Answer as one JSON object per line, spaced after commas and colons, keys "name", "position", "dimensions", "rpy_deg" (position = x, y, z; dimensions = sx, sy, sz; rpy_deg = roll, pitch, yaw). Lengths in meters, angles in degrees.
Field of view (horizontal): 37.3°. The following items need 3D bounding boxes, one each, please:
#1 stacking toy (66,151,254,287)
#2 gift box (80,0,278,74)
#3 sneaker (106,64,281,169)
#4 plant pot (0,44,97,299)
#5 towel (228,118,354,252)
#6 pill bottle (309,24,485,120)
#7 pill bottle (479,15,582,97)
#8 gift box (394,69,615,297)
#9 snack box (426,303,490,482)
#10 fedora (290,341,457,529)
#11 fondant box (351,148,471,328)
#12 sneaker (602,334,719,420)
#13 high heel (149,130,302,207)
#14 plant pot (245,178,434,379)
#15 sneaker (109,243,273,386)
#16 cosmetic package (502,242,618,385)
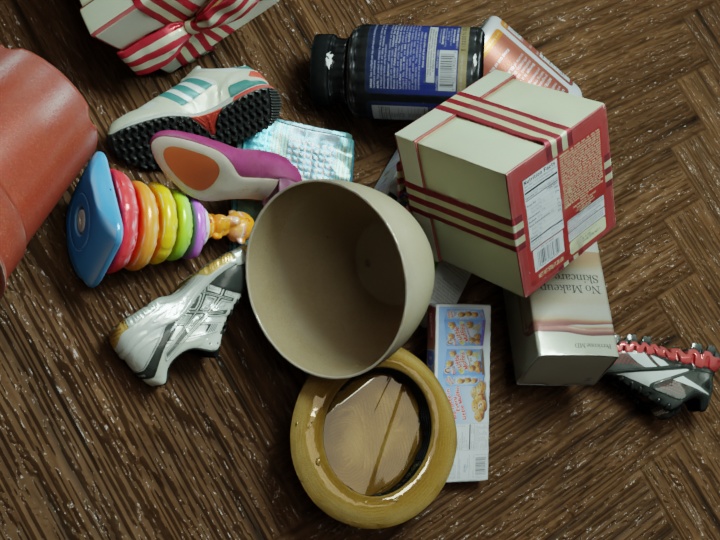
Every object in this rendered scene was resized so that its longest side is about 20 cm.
{"name": "stacking toy", "position": [-0.203, -0.050, 1.135], "dimensions": [0.200, 0.110, 0.116], "rpy_deg": [0, 56, -34]}
{"name": "gift box", "position": [-0.198, -0.332, 1.162], "dimensions": [0.187, 0.184, 0.200], "rpy_deg": [65, 21, 13]}
{"name": "sneaker", "position": [-0.195, -0.182, 1.209], "dimensions": [0.199, 0.070, 0.093], "rpy_deg": [-20, 46, -14]}
{"name": "plant pot", "position": [-0.369, -0.103, 1.031], "dimensions": [0.201, 0.201, 0.195], "rpy_deg": [37, 53, -7]}
{"name": "towel", "position": [-0.079, -0.083, 1.240], "dimensions": [0.146, 0.022, 0.200], "rpy_deg": [11, 68, -20]}
{"name": "pill bottle", "position": [0.045, -0.235, 1.265], "dimensions": [0.199, 0.112, 0.112], "rpy_deg": [4, 67, 7]}
{"name": "pill bottle", "position": [0.208, -0.220, 1.365], "dimensions": [0.200, 0.112, 0.112], "rpy_deg": [40, 61, -6]}
{"name": "gift box", "position": [0.149, -0.086, 1.168], "dimensions": [0.184, 0.187, 0.200], "rpy_deg": [-31, 129, -29]}
{"name": "snack box", "position": [0.111, 0.138, 1.209], "dimensions": [0.072, 0.024, 0.201], "rpy_deg": [2, 89, -22]}
{"name": "fedora", "position": [0.006, 0.178, 1.148], "dimensions": [0.200, 0.082, 0.201], "rpy_deg": [7, 72, -20]}
{"name": "fondant box", "position": [0.078, -0.055, 1.269], "dimensions": [0.144, 0.058, 0.200], "rpy_deg": [38, 60, -15]}
{"name": "sneaker", "position": [0.354, 0.134, 1.324], "dimensions": [0.200, 0.071, 0.098], "rpy_deg": [9, 78, -14]}
{"name": "high heel", "position": [-0.145, -0.118, 1.154], "dimensions": [0.200, 0.067, 0.096], "rpy_deg": [30, 32, -39]}
{"name": "plant pot", "position": [0.000, 0.000, 1.107], "dimensions": [0.134, 0.200, 0.201], "rpy_deg": [-15, 77, -53]}
{"name": "sneaker", "position": [-0.164, 0.046, 1.131], "dimensions": [0.200, 0.076, 0.088], "rpy_deg": [-36, 95, -18]}
{"name": "cosmetic package", "position": [0.231, 0.029, 1.272], "dimensions": [0.103, 0.087, 0.200], "rpy_deg": [1, 62, -11]}
